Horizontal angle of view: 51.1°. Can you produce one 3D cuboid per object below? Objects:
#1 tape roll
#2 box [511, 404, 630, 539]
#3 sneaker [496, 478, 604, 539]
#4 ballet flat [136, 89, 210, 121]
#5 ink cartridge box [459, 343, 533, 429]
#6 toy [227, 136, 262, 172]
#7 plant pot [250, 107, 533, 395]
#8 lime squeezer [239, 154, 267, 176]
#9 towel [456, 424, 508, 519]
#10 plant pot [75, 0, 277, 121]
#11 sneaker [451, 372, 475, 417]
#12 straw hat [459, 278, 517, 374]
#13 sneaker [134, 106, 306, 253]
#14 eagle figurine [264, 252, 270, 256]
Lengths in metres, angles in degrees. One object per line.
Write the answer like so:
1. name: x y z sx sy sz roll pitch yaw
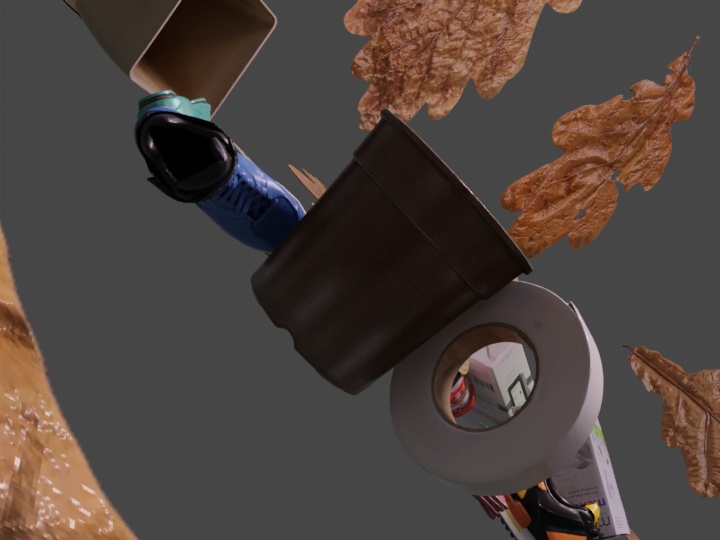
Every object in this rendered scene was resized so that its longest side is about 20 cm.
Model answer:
1. tape roll: 0.121 0.103 0.694 0.037 0.203 0.203 44 6 -43
2. box: 0.285 0.271 1.004 0.200 0.096 0.178 37 40 -62
3. sneaker: 0.228 0.291 0.785 0.200 0.090 0.070 49 6 24
4. ballet flat: -0.201 -0.156 0.843 0.200 0.067 0.071 -99 170 -80
5. ink cartridge box: 0.187 0.160 1.095 0.116 0.068 0.201 25 -30 43
6. toy: -0.121 -0.090 1.012 0.115 0.047 0.200 46 1 19
7. plant pot: 0.019 -0.005 0.694 0.200 0.198 0.200 46 5 -5
8. lime squeezer: -0.168 -0.136 1.098 0.070 0.038 0.200 7 -27 46
9. towel: 0.095 0.190 0.847 0.144 0.023 0.200 46 4 0
10. plant pot: -0.272 -0.355 1.059 0.177 0.201 0.200 36 1 19
11. sneaker: 0.117 0.146 0.979 0.108 0.067 0.201 46 -6 -11
12. straw hat: 0.140 0.013 0.878 0.201 0.084 0.203 -13 90 -73
13. sneaker: -0.124 -0.076 0.699 0.200 0.077 0.111 41 1 -17
14. eagle figurine: -0.005 0.004 0.869 0.201 0.150 0.152 58 22 6
